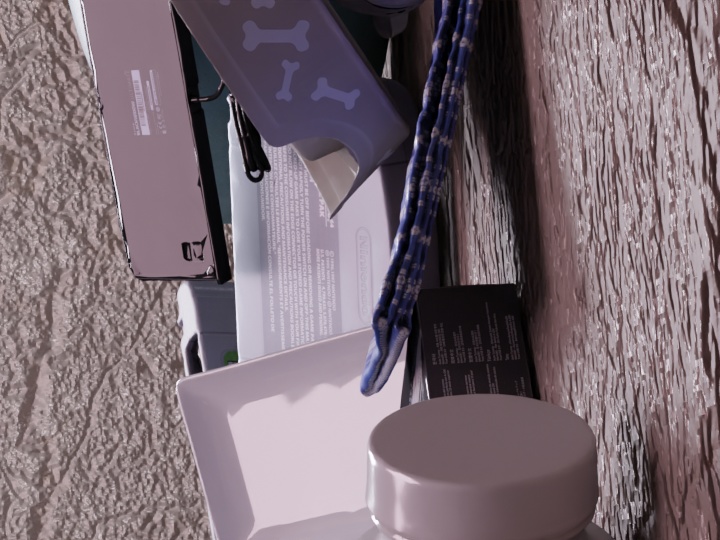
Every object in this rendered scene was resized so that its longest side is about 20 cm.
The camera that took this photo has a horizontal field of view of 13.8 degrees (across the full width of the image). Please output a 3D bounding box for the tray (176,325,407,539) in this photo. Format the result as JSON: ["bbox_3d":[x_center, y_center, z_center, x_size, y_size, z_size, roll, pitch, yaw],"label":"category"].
[{"bbox_3d":[-0.012,0.088,1.530,0.200,0.022,0.108,-16,90,44],"label":"tray"}]

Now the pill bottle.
[{"bbox_3d":[0.046,0.152,1.087,0.112,0.112,0.201,-109,16,-69],"label":"pill bottle"}]

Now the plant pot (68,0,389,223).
[{"bbox_3d":[-0.070,-0.137,1.708,0.200,0.199,0.189,-105,6,-63],"label":"plant pot"}]

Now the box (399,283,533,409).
[{"bbox_3d":[0.053,0.131,1.318,0.158,0.050,0.201,95,170,-57],"label":"box"}]

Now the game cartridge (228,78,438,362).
[{"bbox_3d":[-0.014,-0.005,1.567,0.133,0.040,0.201,13,109,51],"label":"game cartridge"}]

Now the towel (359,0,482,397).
[{"bbox_3d":[0.026,-0.054,1.309,0.145,0.024,0.201,106,177,-77],"label":"towel"}]

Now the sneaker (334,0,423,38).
[{"bbox_3d":[-0.008,-0.210,1.452,0.115,0.075,0.201,106,148,-77],"label":"sneaker"}]

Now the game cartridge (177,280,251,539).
[{"bbox_3d":[-0.026,0.095,1.671,0.040,0.133,0.201,-52,42,49],"label":"game cartridge"}]

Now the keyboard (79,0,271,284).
[{"bbox_3d":[-0.094,-0.091,1.576,0.127,0.021,0.201,2,106,44],"label":"keyboard"}]

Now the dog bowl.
[{"bbox_3d":[-0.047,-0.123,1.422,0.200,0.059,0.200,55,-177,-4],"label":"dog bowl"}]
